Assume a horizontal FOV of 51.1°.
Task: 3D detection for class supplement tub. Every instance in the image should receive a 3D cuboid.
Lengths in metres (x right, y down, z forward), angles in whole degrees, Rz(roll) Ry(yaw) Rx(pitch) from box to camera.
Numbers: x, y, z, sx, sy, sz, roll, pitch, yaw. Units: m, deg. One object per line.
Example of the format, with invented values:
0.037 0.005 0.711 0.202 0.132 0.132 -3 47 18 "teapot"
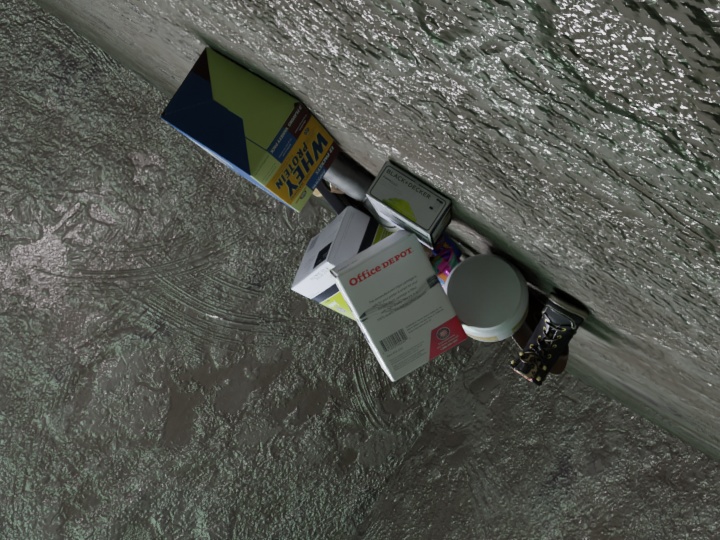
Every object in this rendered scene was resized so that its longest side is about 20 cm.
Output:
0.223 0.049 1.326 0.144 0.145 0.200 34 180 15 "supplement tub"

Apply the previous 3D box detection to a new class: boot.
-0.010 -0.161 1.362 0.200 0.073 0.182 41 175 -40 "boot"
0.325 0.122 1.313 0.073 0.151 0.200 34 179 17 "boot"

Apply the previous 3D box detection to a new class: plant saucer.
0.347 0.111 1.480 0.200 0.034 0.200 35 -149 -26 "plant saucer"

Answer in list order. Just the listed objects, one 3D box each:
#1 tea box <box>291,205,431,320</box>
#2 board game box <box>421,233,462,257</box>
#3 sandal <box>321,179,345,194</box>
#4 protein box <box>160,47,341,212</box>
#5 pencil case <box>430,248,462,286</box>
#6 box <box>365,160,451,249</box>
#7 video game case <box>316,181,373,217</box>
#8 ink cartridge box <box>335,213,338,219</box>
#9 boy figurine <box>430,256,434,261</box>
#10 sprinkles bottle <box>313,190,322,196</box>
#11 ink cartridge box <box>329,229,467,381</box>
0.000 0.000 1.503 0.196 0.134 0.200 28 154 -16 "tea box"
0.129 -0.073 1.583 0.134 0.045 0.200 34 180 22 "board game box"
-0.060 -0.192 1.505 0.201 0.057 0.080 35 178 -23 "sandal"
-0.171 -0.222 1.222 0.198 0.135 0.200 33 180 20 "protein box"
0.219 0.043 1.504 0.200 0.088 0.088 40 178 -16 "pencil case"
0.080 -0.098 1.184 0.117 0.060 0.200 34 180 8 "box"
-0.029 -0.152 1.615 0.181 0.026 0.200 22 -157 -51 "video game case"
0.035 -0.093 1.776 0.199 0.041 0.200 34 -154 -11 "ink cartridge box"
0.143 0.012 1.638 0.200 0.064 0.125 0 -111 -86 "boy figurine"
-0.142 -0.242 1.729 0.068 0.068 0.200 34 180 41 "sprinkles bottle"
0.060 0.053 1.224 0.200 0.145 0.084 62 174 -13 "ink cartridge box"
